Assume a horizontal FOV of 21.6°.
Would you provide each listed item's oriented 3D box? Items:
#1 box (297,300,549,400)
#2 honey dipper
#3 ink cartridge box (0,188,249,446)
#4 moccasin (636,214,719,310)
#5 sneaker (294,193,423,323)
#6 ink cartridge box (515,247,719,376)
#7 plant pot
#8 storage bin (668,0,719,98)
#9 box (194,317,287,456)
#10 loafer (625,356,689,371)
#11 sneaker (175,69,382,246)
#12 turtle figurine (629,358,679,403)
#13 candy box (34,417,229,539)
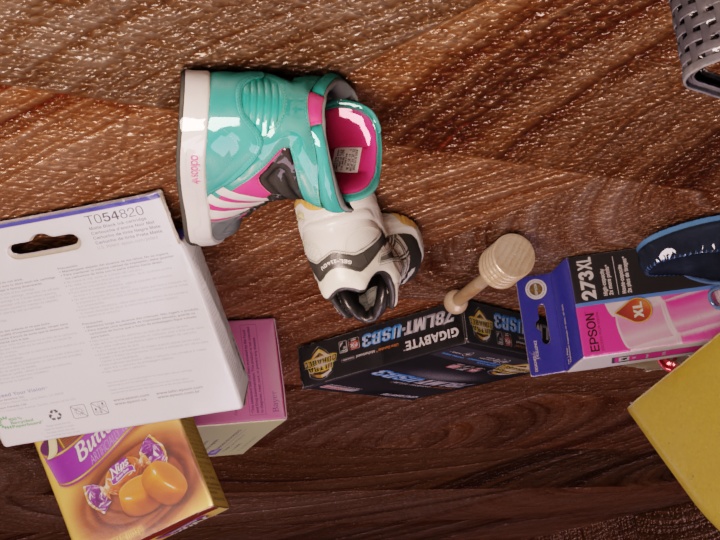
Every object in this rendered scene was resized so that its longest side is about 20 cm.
[{"bbox_3d":[0.073,0.083,1.855,0.197,0.050,0.199,-18,162,32],"label":"box"},{"bbox_3d":[0.103,0.007,1.606,0.038,0.038,0.200,-4,170,-13],"label":"honey dipper"},{"bbox_3d":[-0.201,0.030,1.368,0.197,0.041,0.201,-9,126,11],"label":"ink cartridge box"},{"bbox_3d":[0.332,-0.011,1.572,0.198,0.069,0.081,-7,165,-5],"label":"moccasin"},{"bbox_3d":[0.000,0.000,1.400,0.075,0.089,0.200,-13,167,16],"label":"sneaker"},{"bbox_3d":[0.237,0.030,1.625,0.198,0.096,0.037,-9,157,4],"label":"ink cartridge box"},{"bbox_3d":[0.384,0.143,1.572,0.194,0.201,0.194,0,145,-45],"label":"plant pot"},{"bbox_3d":[0.258,-0.154,0.914,0.199,0.095,0.135,-20,161,38],"label":"storage bin"},{"bbox_3d":[-0.187,0.115,1.738,0.198,0.098,0.176,-4,166,-18],"label":"box"},{"bbox_3d":[0.310,0.063,1.861,0.198,0.077,0.067,9,162,-20],"label":"loafer"},{"bbox_3d":[-0.047,-0.065,1.138,0.119,0.085,0.200,3,164,-2],"label":"sneaker"},{"bbox_3d":[0.335,0.050,1.752,0.198,0.151,0.101,-14,-157,11],"label":"turtle figurine"},{"bbox_3d":[-0.195,0.116,1.468,0.116,0.202,0.056,-25,167,6],"label":"candy box"}]
